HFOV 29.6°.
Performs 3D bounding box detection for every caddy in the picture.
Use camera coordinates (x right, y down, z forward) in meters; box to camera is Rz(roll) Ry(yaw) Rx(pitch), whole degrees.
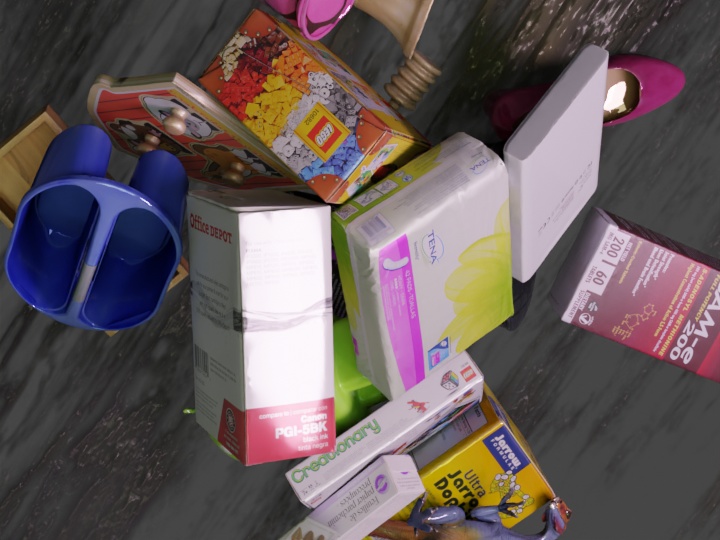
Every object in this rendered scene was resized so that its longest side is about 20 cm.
[{"bbox_3d":[-0.225,-0.026,1.165,0.140,0.106,0.201,19,139,-11],"label":"caddy"}]

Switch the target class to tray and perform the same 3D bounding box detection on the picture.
[{"bbox_3d":[-0.261,-0.045,1.265,0.098,0.037,0.200,-37,111,6],"label":"tray"}]

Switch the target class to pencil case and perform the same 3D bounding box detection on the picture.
[{"bbox_3d":[-0.089,-0.283,1.122,0.200,0.094,0.091,41,58,13],"label":"pencil case"}]

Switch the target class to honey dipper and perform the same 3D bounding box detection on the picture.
[{"bbox_3d":[0.002,-0.118,1.278,0.038,0.038,0.201,33,107,-18],"label":"honey dipper"}]

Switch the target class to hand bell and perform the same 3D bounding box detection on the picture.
[{"bbox_3d":[-0.028,-0.272,1.201,0.198,0.104,0.105,21,106,-1],"label":"hand bell"}]

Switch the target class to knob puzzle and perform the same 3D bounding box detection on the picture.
[{"bbox_3d":[-0.158,-0.106,1.183,0.218,0.219,0.031,25,73,-15],"label":"knob puzzle"}]

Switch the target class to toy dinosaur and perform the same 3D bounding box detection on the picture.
[{"bbox_3d":[0.109,0.242,1.298,0.180,0.199,0.106,5,99,-48],"label":"toy dinosaur"}]

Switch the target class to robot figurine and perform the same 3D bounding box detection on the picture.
[{"bbox_3d":[-0.067,0.112,1.294,0.198,0.117,0.175,-21,150,18],"label":"robot figurine"}]

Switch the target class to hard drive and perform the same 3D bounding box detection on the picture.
[{"bbox_3d":[0.172,-0.091,1.209,0.027,0.201,0.132,31,68,21],"label":"hard drive"}]

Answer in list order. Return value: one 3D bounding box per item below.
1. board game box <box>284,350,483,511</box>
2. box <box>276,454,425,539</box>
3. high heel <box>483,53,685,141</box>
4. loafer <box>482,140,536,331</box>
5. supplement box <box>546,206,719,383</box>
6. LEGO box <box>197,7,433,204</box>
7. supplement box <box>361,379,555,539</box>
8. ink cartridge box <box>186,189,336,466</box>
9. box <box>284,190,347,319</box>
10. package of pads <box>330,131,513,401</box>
[{"bbox_3d":[0.026,0.154,1.275,0.199,0.126,0.035,-34,76,-5],"label":"board game box"},{"bbox_3d":[-0.022,0.238,1.270,0.041,0.039,0.200,3,142,-47],"label":"box"},{"bbox_3d":[0.215,-0.152,1.259,0.197,0.096,0.068,-14,112,-3],"label":"high heel"},{"bbox_3d":[0.124,-0.034,1.315,0.072,0.073,0.202,7,122,30],"label":"loafer"},{"bbox_3d":[0.299,0.027,1.356,0.198,0.061,0.110,21,106,-16],"label":"supplement box"},{"bbox_3d":[-0.031,-0.131,1.154,0.149,0.200,0.077,44,100,10],"label":"LEGO box"},{"bbox_3d":[0.076,0.219,1.368,0.199,0.109,0.110,-35,113,6],"label":"supplement box"},{"bbox_3d":[-0.082,0.039,1.113,0.082,0.147,0.203,-5,101,-22],"label":"ink cartridge box"},{"bbox_3d":[0.000,0.000,1.289,0.197,0.036,0.144,11,135,-13],"label":"box"},{"bbox_3d":[0.060,-0.003,1.166,0.154,0.068,0.201,-34,141,-21],"label":"package of pads"}]
